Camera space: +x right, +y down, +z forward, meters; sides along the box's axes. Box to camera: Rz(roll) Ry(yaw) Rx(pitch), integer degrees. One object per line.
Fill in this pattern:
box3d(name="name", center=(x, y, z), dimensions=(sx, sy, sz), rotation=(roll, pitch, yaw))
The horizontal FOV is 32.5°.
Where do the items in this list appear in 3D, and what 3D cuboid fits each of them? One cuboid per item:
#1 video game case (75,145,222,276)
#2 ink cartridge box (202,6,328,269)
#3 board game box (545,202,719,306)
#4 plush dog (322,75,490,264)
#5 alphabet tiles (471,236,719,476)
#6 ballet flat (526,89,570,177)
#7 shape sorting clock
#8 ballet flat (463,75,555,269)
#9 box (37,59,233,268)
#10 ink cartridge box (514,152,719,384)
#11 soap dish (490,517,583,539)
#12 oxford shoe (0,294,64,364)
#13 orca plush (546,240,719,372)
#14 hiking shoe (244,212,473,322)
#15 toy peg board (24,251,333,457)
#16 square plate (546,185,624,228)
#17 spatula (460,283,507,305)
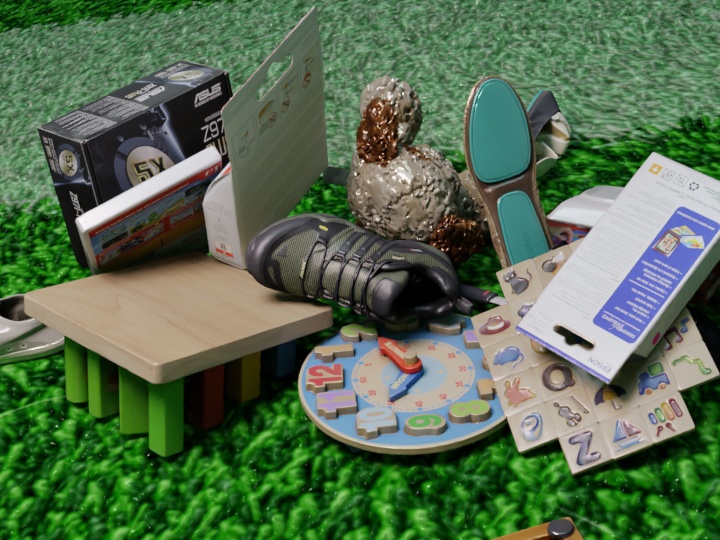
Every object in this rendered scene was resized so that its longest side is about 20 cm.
box3d(name="video game case", center=(-0.195, -0.036, 1.178), dimensions=(0.142, 0.200, 0.018), rotation=(-30, 75, -16))
box3d(name="ink cartridge box", center=(-0.092, -0.124, 1.141), dimensions=(0.050, 0.202, 0.163), rotation=(20, 53, 22))
box3d(name="board game box", center=(0.255, -0.019, 1.183), dimensions=(0.198, 0.020, 0.103), rotation=(14, 36, 34))
box3d(name="plush dog", center=(0.041, -0.076, 1.197), dimensions=(0.160, 0.200, 0.172), rotation=(-42, 4, -1))
box3d(name="alphabet tiles", center=(0.183, 0.061, 0.987), dimensions=(0.164, 0.006, 0.202), rotation=(-22, 52, 7))
box3d(name="ballet flat", center=(0.193, -0.141, 1.372), dimensions=(0.072, 0.074, 0.200), rotation=(7, 28, 26))
box3d(name="shape sorting clock", center=(0.045, 0.087, 1.043), dimensions=(0.197, 0.040, 0.201), rotation=(-7, 31, 4))
box3d(name="ballet flat", center=(0.136, -0.080, 1.165), dimensions=(0.069, 0.203, 0.065), rotation=(-10, -2, -1))
box3d(name="box", center=(-0.225, -0.111, 1.332), dimensions=(0.085, 0.166, 0.199), rotation=(19, 40, 40))
box3d(name="ink cartridge box", center=(0.220, 0.000, 0.988), dimensions=(0.094, 0.037, 0.200), rotation=(30, 69, 34))
box3d(name="soap dish", center=(0.098, 0.241, 0.725), dimensions=(0.155, 0.082, 0.201), rotation=(-14, 31, -8))
box3d(name="oxford shoe", center=(-0.373, 0.063, 1.188), dimensions=(0.197, 0.058, 0.075), rotation=(-15, 33, -6))
box3d(name="orca plush", center=(0.233, 0.014, 1.052), dimensions=(0.104, 0.072, 0.200), rotation=(1, 26, -32))
box3d(name="hiking shoe", center=(0.000, 0.000, 1.073), dimensions=(0.197, 0.077, 0.101), rotation=(6, 13, -16))
box3d(name="toy peg board", center=(-0.162, 0.072, 1.100), dimensions=(0.199, 0.099, 0.198), rotation=(21, 26, 40))
box3d(name="square plate", center=(0.281, -0.049, 1.121), dimensions=(0.195, 0.029, 0.200), rotation=(10, 10, 17))
box3d(name="spatula", center=(0.134, 0.035, 1.124), dimensions=(0.198, 0.021, 0.056), rotation=(19, 35, 41))
